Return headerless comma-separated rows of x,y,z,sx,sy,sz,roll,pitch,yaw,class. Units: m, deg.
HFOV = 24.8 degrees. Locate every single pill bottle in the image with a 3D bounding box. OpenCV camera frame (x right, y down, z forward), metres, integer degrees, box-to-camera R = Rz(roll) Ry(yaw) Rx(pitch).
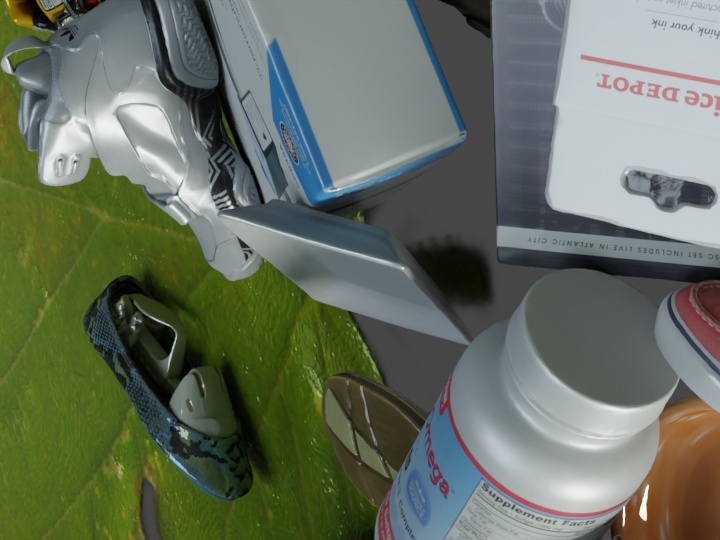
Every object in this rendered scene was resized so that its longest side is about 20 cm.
0.084,0.094,0.831,0.109,0.108,0.201,50,141,24,pill bottle

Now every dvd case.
0.132,-0.091,0.752,0.147,0.016,0.202,6,114,22,dvd case

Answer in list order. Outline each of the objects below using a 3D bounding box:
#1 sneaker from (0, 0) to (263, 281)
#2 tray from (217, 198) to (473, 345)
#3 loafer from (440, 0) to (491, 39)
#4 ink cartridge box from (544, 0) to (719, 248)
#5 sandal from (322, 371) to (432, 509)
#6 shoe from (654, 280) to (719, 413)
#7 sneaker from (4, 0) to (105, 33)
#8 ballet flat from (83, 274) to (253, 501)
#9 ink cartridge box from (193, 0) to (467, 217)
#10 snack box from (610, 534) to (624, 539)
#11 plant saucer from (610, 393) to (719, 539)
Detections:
-0.128,-0.067,0.936,0.075,0.114,0.202,-124,15,-52,sneaker
0.000,0.000,0.899,0.106,0.200,0.022,17,81,17,tray
0.063,-0.148,0.821,0.200,0.071,0.074,43,138,32,loafer
0.149,-0.116,0.665,0.115,0.068,0.203,16,107,29,ink cartridge box
0.061,0.117,0.983,0.198,0.054,0.081,20,120,30,sandal
0.222,0.038,0.706,0.199,0.071,0.092,35,131,29,shoe
-0.174,-0.189,1.109,0.199,0.082,0.079,-1,107,53,sneaker
-0.139,0.081,1.220,0.200,0.074,0.075,47,139,23,ballet flat
-0.025,-0.107,0.887,0.200,0.085,0.148,149,99,-77,ink cartridge box
0.148,0.233,0.853,0.143,0.053,0.200,52,165,20,snack box
0.208,0.151,0.810,0.199,0.037,0.202,29,129,42,plant saucer
